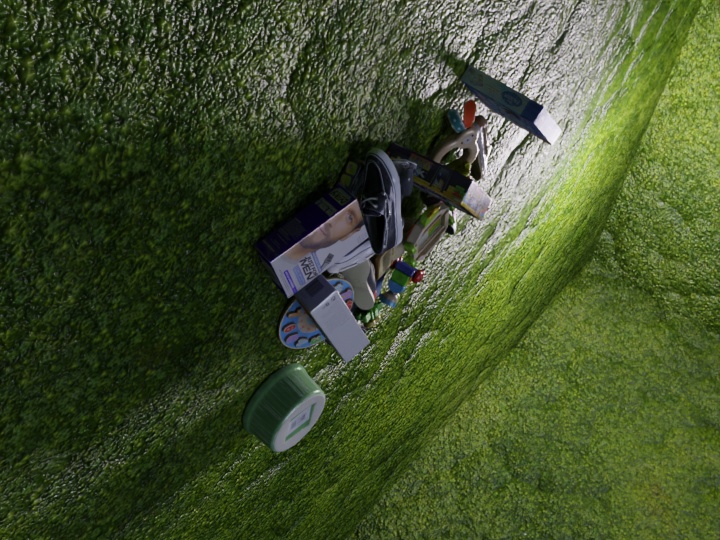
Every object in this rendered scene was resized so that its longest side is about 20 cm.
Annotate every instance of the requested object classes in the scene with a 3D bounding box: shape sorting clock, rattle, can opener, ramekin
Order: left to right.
[{"bbox_3d":[-0.175,0.331,1.519,0.199,0.097,0.202,-40,152,-26],"label":"ramekin"},{"bbox_3d":[-0.095,0.098,1.415,0.198,0.039,0.202,-32,145,-25],"label":"shape sorting clock"},{"bbox_3d":[0.069,-0.158,1.277,0.200,0.052,0.068,110,-14,-68],"label":"can opener"},{"bbox_3d":[0.232,-0.254,1.433,0.128,0.145,0.201,7,143,-17],"label":"rattle"}]

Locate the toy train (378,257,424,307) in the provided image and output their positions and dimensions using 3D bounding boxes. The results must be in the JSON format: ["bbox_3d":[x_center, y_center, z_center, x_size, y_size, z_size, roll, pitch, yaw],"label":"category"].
[{"bbox_3d":[0.104,0.032,1.642,0.117,0.084,0.200,-60,171,6],"label":"toy train"}]

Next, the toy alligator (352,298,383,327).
[{"bbox_3d":[0.004,0.108,1.539,0.200,0.053,0.060,-35,115,-65],"label":"toy alligator"}]

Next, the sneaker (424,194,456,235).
[{"bbox_3d":[0.221,-0.163,1.625,0.087,0.079,0.200,-59,162,-14],"label":"sneaker"}]

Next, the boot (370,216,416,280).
[{"bbox_3d":[0.078,-0.084,1.472,0.155,0.072,0.202,-39,153,-28],"label":"boot"}]

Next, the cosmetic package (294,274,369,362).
[{"bbox_3d":[-0.064,0.093,1.332,0.071,0.101,0.201,-39,137,-8],"label":"cosmetic package"}]

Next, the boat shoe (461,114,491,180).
[{"bbox_3d":[0.291,-0.298,1.574,0.068,0.075,0.201,-43,153,-9],"label":"boat shoe"}]

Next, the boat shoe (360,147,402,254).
[{"bbox_3d":[0.032,-0.127,1.213,0.067,0.071,0.203,-34,128,-38],"label":"boat shoe"}]

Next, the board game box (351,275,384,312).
[{"bbox_3d":[-0.012,0.059,1.556,0.199,0.019,0.104,-30,148,-41],"label":"board game box"}]

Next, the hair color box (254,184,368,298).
[{"bbox_3d":[-0.087,-0.054,1.184,0.199,0.065,0.110,-39,142,-15],"label":"hair color box"}]

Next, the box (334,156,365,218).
[{"bbox_3d":[-0.028,-0.123,1.282,0.109,0.035,0.202,-2,124,-59],"label":"box"}]

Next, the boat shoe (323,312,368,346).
[{"bbox_3d":[-0.015,0.140,1.597,0.199,0.066,0.071,-22,141,-49],"label":"boat shoe"}]

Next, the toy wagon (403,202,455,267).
[{"bbox_3d":[0.157,-0.098,1.465,0.155,0.039,0.201,-47,159,-14],"label":"toy wagon"}]

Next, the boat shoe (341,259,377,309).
[{"bbox_3d":[0.000,0.000,1.447,0.063,0.070,0.202,-73,156,-43],"label":"boat shoe"}]

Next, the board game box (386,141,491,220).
[{"bbox_3d":[0.163,-0.186,1.341,0.057,0.198,0.165,-61,155,4],"label":"board game box"}]

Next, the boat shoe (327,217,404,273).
[{"bbox_3d":[0.005,-0.058,1.310,0.198,0.074,0.066,-25,148,-29],"label":"boat shoe"}]

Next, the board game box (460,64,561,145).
[{"bbox_3d":[0.338,-0.366,1.425,0.044,0.198,0.199,-56,155,13],"label":"board game box"}]
